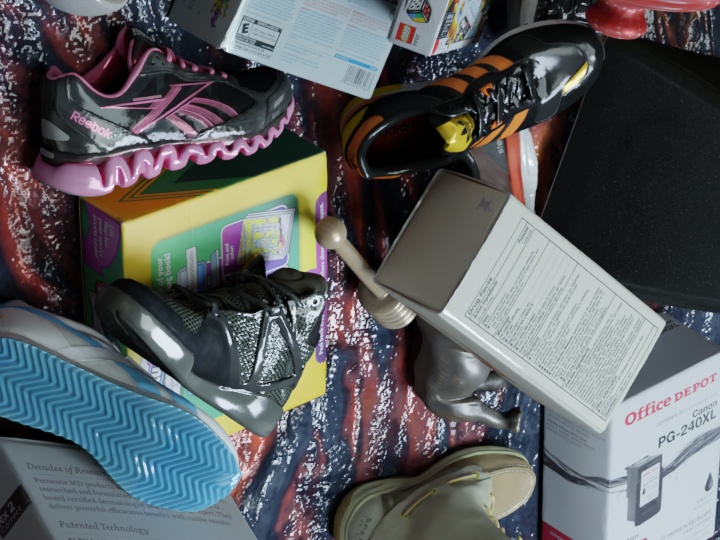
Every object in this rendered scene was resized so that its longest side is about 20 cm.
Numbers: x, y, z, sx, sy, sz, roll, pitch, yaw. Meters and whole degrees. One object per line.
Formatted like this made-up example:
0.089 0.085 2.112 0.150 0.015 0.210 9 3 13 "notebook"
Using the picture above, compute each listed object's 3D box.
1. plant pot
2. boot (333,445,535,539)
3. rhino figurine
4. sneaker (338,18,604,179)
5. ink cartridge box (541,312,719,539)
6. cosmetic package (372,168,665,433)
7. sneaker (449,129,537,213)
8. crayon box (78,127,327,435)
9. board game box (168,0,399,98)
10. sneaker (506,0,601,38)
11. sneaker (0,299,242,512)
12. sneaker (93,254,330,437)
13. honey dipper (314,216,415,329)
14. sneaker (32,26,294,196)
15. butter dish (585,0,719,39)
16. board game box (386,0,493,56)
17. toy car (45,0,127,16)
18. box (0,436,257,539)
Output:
0.283 -0.056 1.810 0.200 0.177 0.200 5 109 -53 "plant pot"
0.099 0.210 1.811 0.200 0.155 0.072 -11 119 -39 "boot"
0.085 0.041 1.748 0.087 0.060 0.200 3 131 3 "rhino figurine"
0.082 -0.111 1.604 0.200 0.090 0.070 -20 113 7 "sneaker"
0.234 0.157 1.965 0.145 0.083 0.201 -23 127 -33 "ink cartridge box"
0.117 0.023 1.653 0.200 0.087 0.104 38 82 -39 "cosmetic package"
0.092 -0.044 1.745 0.082 0.077 0.200 -9 132 -3 "sneaker"
-0.106 0.020 1.583 0.172 0.058 0.201 -21 126 -34 "crayon box"
-0.022 -0.231 1.522 0.147 0.064 0.200 15 103 -48 "board game box"
0.142 -0.234 1.680 0.074 0.079 0.201 12 88 -25 "sneaker"
-0.162 0.084 1.493 0.200 0.081 0.077 34 110 -18 "sneaker"
-0.093 0.027 1.503 0.114 0.076 0.199 -58 140 -3 "sneaker"
0.000 0.000 1.639 0.038 0.038 0.200 -56 158 -4 "honey dipper"
-0.126 -0.115 1.487 0.200 0.079 0.096 -20 113 -37 "sneaker"
0.190 -0.231 1.565 0.200 0.199 0.148 -64 166 -66 "butter dish"
0.071 -0.216 1.564 0.200 0.035 0.127 -35 145 -75 "board game box"
-0.151 -0.253 1.322 0.175 0.150 0.200 -27 159 20 "toy car"
-0.192 0.232 1.525 0.200 0.131 0.199 12 122 -46 "box"
